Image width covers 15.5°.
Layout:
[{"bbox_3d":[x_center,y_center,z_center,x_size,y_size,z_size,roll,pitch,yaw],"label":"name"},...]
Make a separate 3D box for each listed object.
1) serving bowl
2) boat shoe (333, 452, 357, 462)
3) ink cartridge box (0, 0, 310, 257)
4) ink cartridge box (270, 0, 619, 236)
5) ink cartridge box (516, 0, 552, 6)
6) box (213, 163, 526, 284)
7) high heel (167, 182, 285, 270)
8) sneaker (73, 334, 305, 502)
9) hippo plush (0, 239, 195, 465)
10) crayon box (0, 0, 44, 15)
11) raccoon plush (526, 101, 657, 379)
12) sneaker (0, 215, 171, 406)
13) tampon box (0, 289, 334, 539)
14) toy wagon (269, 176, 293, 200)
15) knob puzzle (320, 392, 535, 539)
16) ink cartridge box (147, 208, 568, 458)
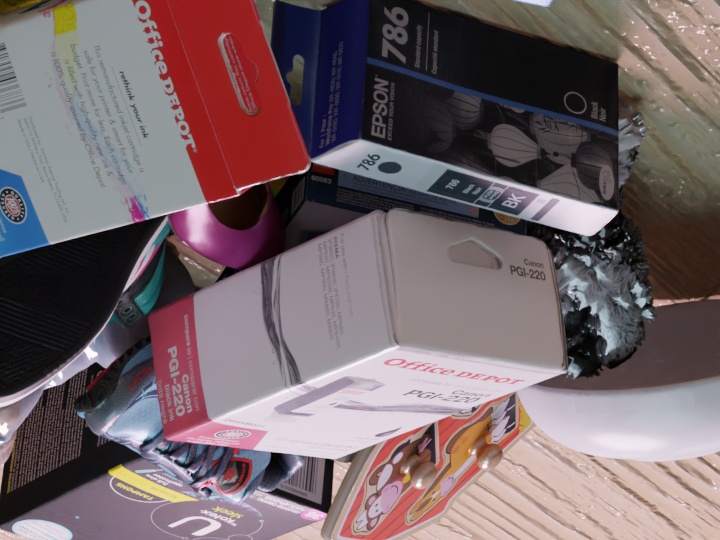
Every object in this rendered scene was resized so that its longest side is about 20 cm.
[{"bbox_3d":[0.197,0.075,1.657,0.200,0.066,0.200,-11,-169,2],"label":"serving bowl"},{"bbox_3d":[0.025,0.071,1.790,0.075,0.093,0.200,18,-168,27],"label":"boat shoe"},{"bbox_3d":[-0.113,-0.088,1.332,0.200,0.067,0.116,-13,103,29],"label":"ink cartridge box"},{"bbox_3d":[0.047,-0.090,1.446,0.200,0.100,0.039,13,151,-19],"label":"ink cartridge box"},{"bbox_3d":[0.018,-0.200,1.273,0.200,0.067,0.116,11,152,-13],"label":"ink cartridge box"},{"bbox_3d":[0.000,0.000,1.605,0.136,0.038,0.200,12,152,-17],"label":"box"},{"bbox_3d":[-0.065,-0.058,1.441,0.096,0.068,0.200,-1,151,29],"label":"high heel"},{"bbox_3d":[-0.092,0.093,1.611,0.079,0.096,0.200,-44,157,17],"label":"sneaker"},{"bbox_3d":[-0.180,0.049,1.656,0.161,0.160,0.200,2,165,-9],"label":"hippo plush"},{"bbox_3d":[-0.133,-0.162,1.382,0.127,0.051,0.200,22,147,-31],"label":"crayon box"},{"bbox_3d":[0.135,-0.028,1.610,0.097,0.134,0.200,19,114,-14],"label":"raccoon plush"},{"bbox_3d":[-0.169,0.011,1.507,0.084,0.200,0.121,34,154,6],"label":"sneaker"},{"bbox_3d":[-0.133,0.118,1.837,0.150,0.126,0.200,23,147,-32],"label":"tampon box"},{"bbox_3d":[-0.001,-0.034,1.624,0.200,0.040,0.155,25,146,-35],"label":"toy wagon"},{"bbox_3d":[0.055,0.120,1.760,0.030,0.220,0.220,40,164,25],"label":"knob puzzle"},{"bbox_3d":[-0.002,0.040,1.524,0.146,0.085,0.200,10,154,-43],"label":"ink cartridge box"}]
